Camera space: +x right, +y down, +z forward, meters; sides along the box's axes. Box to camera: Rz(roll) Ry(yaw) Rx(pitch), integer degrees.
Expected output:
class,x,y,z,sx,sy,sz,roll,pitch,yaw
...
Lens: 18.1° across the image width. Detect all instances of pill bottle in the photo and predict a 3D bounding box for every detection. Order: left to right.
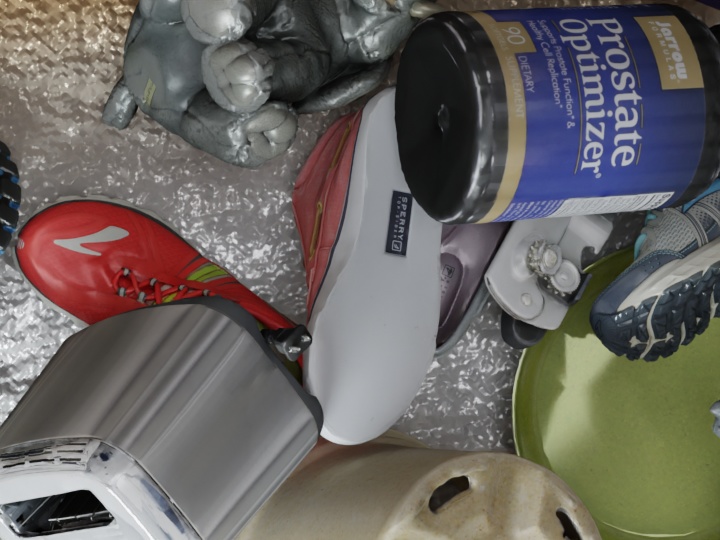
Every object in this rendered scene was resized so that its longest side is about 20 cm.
class,x,y,z,sx,sy,sz,roll,pitch,yaw
pill bottle,0.127,-0.086,1.204,0.199,0.112,0.112,-6,94,-24

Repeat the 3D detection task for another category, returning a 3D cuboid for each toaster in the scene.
class,x,y,z,sx,sy,sz,roll,pitch,yaw
toaster,-0.112,0.096,1.178,0.114,0.200,0.129,53,52,-20

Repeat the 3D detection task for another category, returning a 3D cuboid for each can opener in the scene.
class,x,y,z,sx,sy,sz,roll,pitch,yaw
can opener,0.126,-0.050,1.291,0.053,0.066,0.200,35,70,-12

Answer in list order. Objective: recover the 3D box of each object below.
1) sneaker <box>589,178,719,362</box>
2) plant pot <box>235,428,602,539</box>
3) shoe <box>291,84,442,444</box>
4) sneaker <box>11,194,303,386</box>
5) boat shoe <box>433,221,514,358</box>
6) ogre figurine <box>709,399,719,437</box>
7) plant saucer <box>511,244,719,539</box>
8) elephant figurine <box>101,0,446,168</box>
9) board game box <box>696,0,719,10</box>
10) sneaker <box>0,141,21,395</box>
class,x,y,z,sx,sy,sz,roll,pitch,yaw
sneaker,0.187,-0.023,1.283,0.086,0.078,0.200,40,55,22
plant pot,0.034,0.172,1.205,0.200,0.183,0.201,5,78,-25
shoe,0.000,0.000,1.251,0.071,0.091,0.201,14,79,-19
sneaker,-0.098,0.019,1.254,0.199,0.085,0.077,28,87,-10
boat shoe,0.067,-0.046,1.288,0.074,0.065,0.203,22,90,-10
ogre figurine,0.272,0.115,1.284,0.120,0.098,0.201,-24,112,-18
plant saucer,0.183,0.080,1.331,0.199,0.031,0.201,0,93,-9
elephant figurine,-0.021,-0.139,1.244,0.200,0.155,0.142,-25,134,-34
board game box,0.170,-0.225,1.250,0.199,0.166,0.057,21,130,-9
sneaker,-0.235,0.015,1.240,0.075,0.087,0.201,10,68,-18
